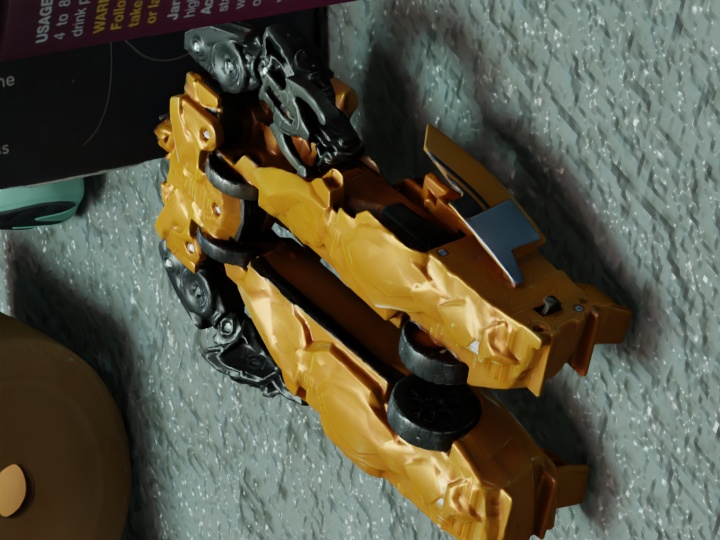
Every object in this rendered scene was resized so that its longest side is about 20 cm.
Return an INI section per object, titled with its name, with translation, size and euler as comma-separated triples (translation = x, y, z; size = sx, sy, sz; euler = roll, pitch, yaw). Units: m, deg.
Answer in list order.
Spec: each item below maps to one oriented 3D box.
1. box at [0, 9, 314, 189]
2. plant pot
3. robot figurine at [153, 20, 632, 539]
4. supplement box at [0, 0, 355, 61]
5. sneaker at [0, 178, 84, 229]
[box]
translation = -0.129, -0.142, 0.946
size = 0.124, 0.200, 0.197
euler = 33, 129, 53
[plant pot]
translation = -0.200, 0.094, 1.211
size = 0.140, 0.200, 0.200
euler = 5, 106, 43
[robot figurine]
translation = 0.000, 0.000, 0.891
size = 0.200, 0.058, 0.145
euler = 42, 137, 34
[supplement box]
translation = -0.039, -0.152, 0.775
size = 0.131, 0.200, 0.103
euler = 54, 145, 35
[sneaker]
translation = -0.199, -0.089, 1.236
size = 0.200, 0.078, 0.140
euler = 2, 92, 49
